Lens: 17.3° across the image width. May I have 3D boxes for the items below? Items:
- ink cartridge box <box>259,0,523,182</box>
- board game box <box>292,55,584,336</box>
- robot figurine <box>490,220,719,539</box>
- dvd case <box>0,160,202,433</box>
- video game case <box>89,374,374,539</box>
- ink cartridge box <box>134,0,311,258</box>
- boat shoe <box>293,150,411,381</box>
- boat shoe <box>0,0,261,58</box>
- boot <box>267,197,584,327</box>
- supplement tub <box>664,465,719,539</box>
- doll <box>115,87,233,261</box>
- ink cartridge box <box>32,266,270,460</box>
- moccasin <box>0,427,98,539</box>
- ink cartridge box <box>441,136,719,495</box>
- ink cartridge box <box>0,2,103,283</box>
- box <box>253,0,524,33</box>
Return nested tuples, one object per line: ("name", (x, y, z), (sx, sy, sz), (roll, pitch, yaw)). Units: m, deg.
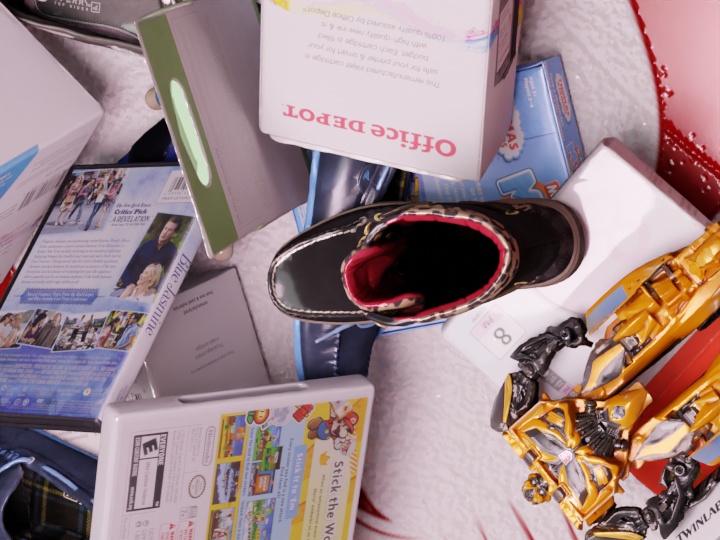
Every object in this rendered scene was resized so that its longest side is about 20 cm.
("ink cartridge box", (0.021, -0.169, 1.403), (0.147, 0.086, 0.201), (14, 127, 15))
("board game box", (0.052, -0.042, 1.524), (0.199, 0.037, 0.152), (-11, 98, 28))
("robot figurine", (0.169, 0.071, 1.398), (0.200, 0.058, 0.145), (-43, 77, 12))
("dvd case", (-0.173, 0.014, 1.514), (0.142, 0.201, 0.018), (0, 145, 39))
("video game case", (-0.085, 0.166, 1.476), (0.023, 0.181, 0.201), (37, 125, 52))
("ink cartridge box", (-0.095, -0.089, 1.426), (0.048, 0.200, 0.146), (-15, 98, 22))
("boat shoe", (0.000, 0.000, 1.494), (0.068, 0.084, 0.201), (9, 109, 20))
("boat shoe", (-0.153, -0.172, 1.579), (0.199, 0.057, 0.067), (10, 107, 23))
("boot", (0.021, -0.003, 1.380), (0.199, 0.150, 0.074), (-5, 93, 18))
("supplement tub", (0.287, 0.132, 1.406), (0.123, 0.122, 0.200), (47, 117, 8))
("doll", (-0.123, -0.061, 1.587), (0.200, 0.048, 0.137), (-44, 62, 29))
("ink cartridge box", (-0.146, 0.122, 1.597), (0.146, 0.145, 0.201), (-14, 96, 28))
("moccasin", (-0.213, 0.140, 1.512), (0.199, 0.068, 0.081), (7, 106, 24))
("ink cartridge box", (0.174, 0.041, 1.452), (0.200, 0.057, 0.163), (42, 109, 5))
("ink cartridge box", (-0.301, -0.068, 1.597), (0.146, 0.147, 0.200), (45, 133, 8))
("box", (0.006, -0.209, 1.469), (0.199, 0.042, 0.120), (16, 133, 16))
